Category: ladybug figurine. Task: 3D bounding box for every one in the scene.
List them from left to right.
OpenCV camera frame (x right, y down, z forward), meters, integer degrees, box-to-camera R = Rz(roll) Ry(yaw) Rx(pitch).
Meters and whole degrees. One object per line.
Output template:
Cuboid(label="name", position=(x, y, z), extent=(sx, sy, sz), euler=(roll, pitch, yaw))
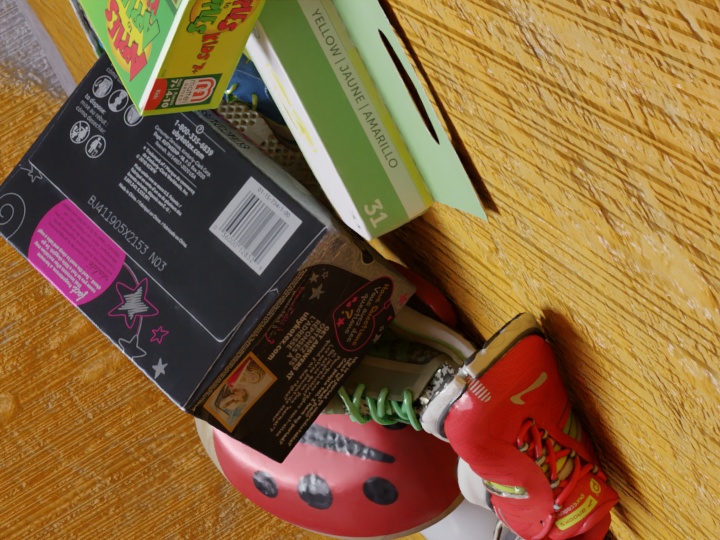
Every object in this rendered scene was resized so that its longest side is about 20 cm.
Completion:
Cuboid(label="ladybug figurine", position=(-0.020, 0.092, 1.651), extent=(0.199, 0.137, 0.072), euler=(12, -175, 28))

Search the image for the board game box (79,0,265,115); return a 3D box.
Cuboid(label="board game box", position=(-0.115, -0.186, 1.380), extent=(0.201, 0.047, 0.102), euler=(60, 142, 30))

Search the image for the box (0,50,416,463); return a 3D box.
Cuboid(label="box", position=(-0.089, -0.012, 1.547), extent=(0.200, 0.132, 0.115), euler=(41, -177, 33))

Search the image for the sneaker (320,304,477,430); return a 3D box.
Cuboid(label="sneaker", position=(0.010, 0.064, 1.568), extent=(0.200, 0.089, 0.077), euler=(37, 161, 34))

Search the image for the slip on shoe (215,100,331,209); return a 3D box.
Cuboid(label="slip on shoe", position=(-0.068, -0.084, 1.707), extent=(0.200, 0.074, 0.061), euler=(49, 171, 36))

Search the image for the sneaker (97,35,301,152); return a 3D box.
Cuboid(label="sneaker", position=(-0.088, -0.128, 1.509), extent=(0.076, 0.105, 0.201), euler=(51, 169, 50))

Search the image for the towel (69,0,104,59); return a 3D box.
Cuboid(label="towel", position=(-0.150, -0.222, 1.633), extent=(0.200, 0.031, 0.150), euler=(66, -151, -52))

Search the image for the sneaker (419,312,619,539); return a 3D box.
Cuboid(label="sneaker", position=(0.089, 0.087, 1.349), extent=(0.085, 0.077, 0.200), euler=(44, 173, 25))

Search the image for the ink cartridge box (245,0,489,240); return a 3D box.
Cuboid(label="ink cartridge box", position=(-0.008, -0.086, 1.369), extent=(0.146, 0.048, 0.200), euler=(62, 175, -13))

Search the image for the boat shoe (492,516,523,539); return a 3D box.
Cuboid(label="boat shoe", position=(0.110, 0.180, 1.566), extent=(0.200, 0.074, 0.074), euler=(90, 160, -59))

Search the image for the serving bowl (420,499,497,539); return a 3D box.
Cuboid(label="serving bowl", position=(0.040, 0.111, 1.750), extent=(0.201, 0.066, 0.200), euler=(57, 172, 12))

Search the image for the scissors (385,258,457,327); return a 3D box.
Cuboid(label="scissors", position=(0.000, 0.000, 1.637), extent=(0.200, 0.014, 0.073), euler=(35, 162, 46))
